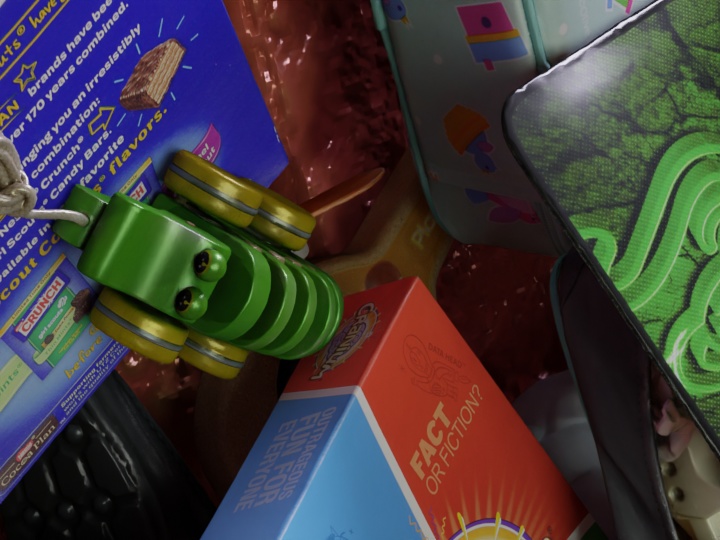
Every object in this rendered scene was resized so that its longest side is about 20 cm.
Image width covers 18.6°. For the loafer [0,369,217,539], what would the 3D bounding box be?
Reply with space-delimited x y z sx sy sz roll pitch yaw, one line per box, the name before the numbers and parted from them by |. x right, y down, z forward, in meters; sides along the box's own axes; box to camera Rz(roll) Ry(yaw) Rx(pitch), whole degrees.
loafer | -0.069 0.111 0.773 0.202 0.068 0.070 67 30 -20

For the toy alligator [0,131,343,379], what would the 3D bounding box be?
toy alligator | -0.050 0.000 0.657 0.060 0.054 0.200 -61 155 3

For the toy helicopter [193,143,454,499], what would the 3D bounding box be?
toy helicopter | 0.000 0.000 0.803 0.132 0.079 0.201 39 65 -25

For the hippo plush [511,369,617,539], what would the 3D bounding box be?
hippo plush | 0.124 0.055 0.824 0.160 0.201 0.160 -24 152 -4

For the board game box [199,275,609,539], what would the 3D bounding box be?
board game box | 0.032 0.127 0.713 0.200 0.040 0.153 53 41 -23

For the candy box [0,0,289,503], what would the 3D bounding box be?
candy box | -0.117 -0.041 0.645 0.169 0.077 0.200 -50 154 -17

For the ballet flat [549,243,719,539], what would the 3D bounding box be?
ballet flat | 0.116 0.081 0.729 0.073 0.073 0.202 -20 99 -31

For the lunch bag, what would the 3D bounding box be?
lunch bag | 0.078 -0.118 0.765 0.160 0.077 0.201 -39 130 -36

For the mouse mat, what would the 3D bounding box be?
mouse mat | 0.143 -0.024 0.733 0.200 0.008 0.162 -35 90 -41
